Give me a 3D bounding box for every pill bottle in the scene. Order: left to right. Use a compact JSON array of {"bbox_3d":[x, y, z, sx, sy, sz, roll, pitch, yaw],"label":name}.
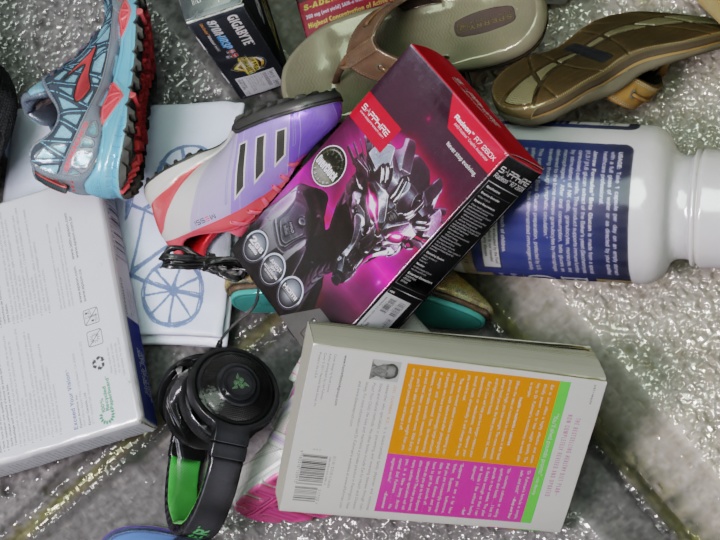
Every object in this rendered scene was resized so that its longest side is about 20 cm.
[{"bbox_3d":[0.162,-0.048,1.519,0.199,0.111,0.112,4,76,13],"label":"pill bottle"}]

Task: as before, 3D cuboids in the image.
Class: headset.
[{"bbox_3d":[-0.114,0.086,1.529,0.094,0.123,0.201,14,80,-18],"label":"headset"}]

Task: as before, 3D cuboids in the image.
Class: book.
[{"bbox_3d":[0.052,0.110,1.466,0.199,0.048,0.134,6,116,-12],"label":"book"}]

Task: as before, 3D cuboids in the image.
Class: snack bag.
[{"bbox_3d":[-0.185,-0.034,1.638,0.199,0.021,0.189,0,75,15],"label":"snack bag"}]

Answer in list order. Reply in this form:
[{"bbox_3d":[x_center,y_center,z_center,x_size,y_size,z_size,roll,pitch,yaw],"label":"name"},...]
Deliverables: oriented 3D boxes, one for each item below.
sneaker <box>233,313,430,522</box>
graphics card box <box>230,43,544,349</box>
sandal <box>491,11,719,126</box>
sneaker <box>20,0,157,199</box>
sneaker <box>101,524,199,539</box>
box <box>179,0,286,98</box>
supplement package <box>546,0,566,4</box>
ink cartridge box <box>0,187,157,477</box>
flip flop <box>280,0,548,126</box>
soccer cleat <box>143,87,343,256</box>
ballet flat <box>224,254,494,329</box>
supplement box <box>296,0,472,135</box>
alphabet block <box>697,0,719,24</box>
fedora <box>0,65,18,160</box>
[{"bbox_3d":[-0.016,0.100,1.537,0.200,0.081,0.088,-40,48,12],"label":"sneaker"},{"bbox_3d":[0.015,-0.040,1.481,0.200,0.051,0.126,-48,55,15],"label":"graphics card box"},{"bbox_3d":[0.177,-0.137,1.544,0.200,0.054,0.080,-27,35,-28],"label":"sandal"},{"bbox_3d":[-0.203,-0.140,1.609,0.095,0.079,0.200,1,48,2],"label":"sneaker"},{"bbox_3d":[-0.116,0.229,1.486,0.200,0.146,0.081,32,84,18],"label":"sneaker"},{"bbox_3d":[-0.113,-0.245,1.606,0.046,0.159,0.201,-19,72,5],"label":"box"},{"bbox_3d":[0.072,-0.265,1.548,0.199,0.110,0.114,1,69,-23],"label":"supplement package"},{"bbox_3d":[-0.261,0.049,1.601,0.199,0.043,0.197,-17,70,12],"label":"ink cartridge box"},{"bbox_3d":[0.034,-0.162,1.538,0.199,0.058,0.081,-15,73,13],"label":"flip flop"},{"bbox_3d":[-0.075,-0.066,1.538,0.200,0.068,0.073,-28,78,41],"label":"soccer cleat"},{"bbox_3d":[0.000,0.000,1.567,0.199,0.071,0.071,4,76,14],"label":"ballet flat"},{"bbox_3d":[0.013,-0.187,1.615,0.108,0.061,0.201,-18,72,7],"label":"supplement box"},{"bbox_3d":[0.339,-0.245,1.472,0.195,0.197,0.200,-34,70,-15],"label":"alphabet block"},{"bbox_3d":[-0.315,-0.111,1.637,0.091,0.200,0.201,21,79,-20],"label":"fedora"}]
